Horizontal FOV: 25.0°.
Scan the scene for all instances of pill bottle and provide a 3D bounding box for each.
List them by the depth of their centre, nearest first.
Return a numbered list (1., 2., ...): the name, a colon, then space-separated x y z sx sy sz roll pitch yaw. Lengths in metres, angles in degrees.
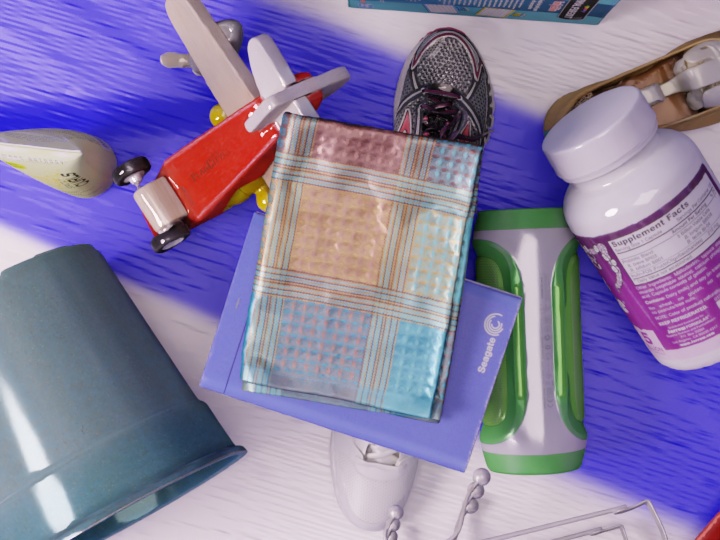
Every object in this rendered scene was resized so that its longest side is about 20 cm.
1. pill bottle: 0.220 -0.033 1.207 0.112 0.112 0.200 -35 108 1

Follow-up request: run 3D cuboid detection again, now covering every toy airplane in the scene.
1. toy airplane: -0.074 -0.098 1.222 0.199 0.141 0.200 17 111 29

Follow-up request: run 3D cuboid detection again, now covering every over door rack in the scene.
1. over door rack: 0.115 0.190 1.216 0.200 0.148 0.067 -3 74 0

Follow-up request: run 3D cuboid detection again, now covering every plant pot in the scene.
1. plant pot: -0.217 0.098 1.212 0.200 0.200 0.196 -29 83 1

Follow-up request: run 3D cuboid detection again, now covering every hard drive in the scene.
1. hard drive: 0.000 0.051 1.164 0.200 0.025 0.132 18 94 1

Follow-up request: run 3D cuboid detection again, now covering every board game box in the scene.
1. board game box: 0.089 -0.222 1.211 0.200 0.151 0.047 4 91 0

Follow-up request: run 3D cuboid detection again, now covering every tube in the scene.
1. tube: -0.223 -0.083 1.194 0.058 0.200 0.052 -35 88 1

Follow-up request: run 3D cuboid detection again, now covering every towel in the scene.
1. towel: 0.000 0.000 1.129 0.147 0.022 0.200 10 99 1

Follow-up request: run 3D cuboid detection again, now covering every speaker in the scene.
1. speaker: 0.130 0.053 1.248 0.088 0.088 0.200 -2 91 1

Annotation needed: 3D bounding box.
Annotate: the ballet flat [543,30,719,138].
1. ballet flat: 0.238 -0.135 1.254 0.200 0.063 0.069 -24 89 1

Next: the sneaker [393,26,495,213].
1. sneaker: 0.061 -0.091 1.244 0.081 0.075 0.200 7 78 2

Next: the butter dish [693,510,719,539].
1. butter dish: 0.371 0.235 1.218 0.200 0.148 0.199 41 91 0

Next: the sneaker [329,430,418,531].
1. sneaker: 0.018 0.108 1.238 0.074 0.116 0.200 8 93 -1
